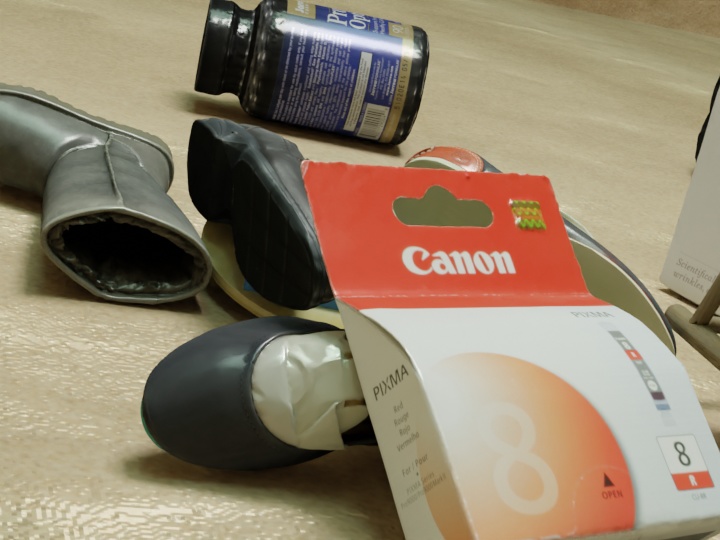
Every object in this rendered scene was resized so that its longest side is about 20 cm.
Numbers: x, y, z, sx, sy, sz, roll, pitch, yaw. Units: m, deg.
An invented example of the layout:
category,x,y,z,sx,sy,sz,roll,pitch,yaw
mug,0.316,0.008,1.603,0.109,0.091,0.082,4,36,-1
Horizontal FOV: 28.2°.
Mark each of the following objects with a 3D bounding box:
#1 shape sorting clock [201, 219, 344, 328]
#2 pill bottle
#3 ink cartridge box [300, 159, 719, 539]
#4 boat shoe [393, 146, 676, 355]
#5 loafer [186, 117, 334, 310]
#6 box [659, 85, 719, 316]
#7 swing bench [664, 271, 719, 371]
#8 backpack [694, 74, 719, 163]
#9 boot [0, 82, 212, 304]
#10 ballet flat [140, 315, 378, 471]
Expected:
category,x,y,z,sx,sy,sz,roll,pitch,yaw
shape sorting clock,0.000,0.000,0.878,0.199,0.039,0.200,8,27,-4
pill bottle,-0.046,-0.185,1.299,0.199,0.113,0.112,11,18,-10
ink cartridge box,0.072,0.031,0.640,0.161,0.050,0.201,0,64,-36
boat shoe,0.106,-0.003,0.848,0.200,0.071,0.063,38,20,6
loafer,-0.040,-0.039,0.819,0.072,0.073,0.200,-2,29,-22
box,0.347,-0.046,1.010,0.130,0.201,0.199,2,21,-37
swing bench,0.306,0.056,0.774,0.198,0.130,0.201,7,38,-21
backpack,0.466,-0.148,1.501,0.199,0.168,0.127,17,12,-8
boot,-0.183,-0.046,0.864,0.181,0.073,0.200,7,25,-12
ballet flat,-0.003,0.051,0.655,0.199,0.074,0.073,2,21,-40
